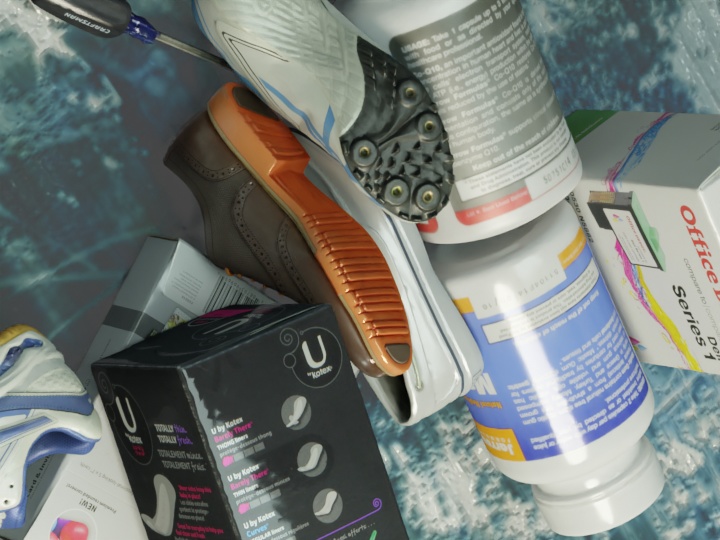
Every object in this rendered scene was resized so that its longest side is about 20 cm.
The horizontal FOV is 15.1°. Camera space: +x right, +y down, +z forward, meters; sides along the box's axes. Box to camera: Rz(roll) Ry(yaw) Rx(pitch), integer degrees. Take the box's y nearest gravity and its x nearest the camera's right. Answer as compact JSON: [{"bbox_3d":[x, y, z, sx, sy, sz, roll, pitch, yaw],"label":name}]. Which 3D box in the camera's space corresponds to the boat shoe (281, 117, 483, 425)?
[{"bbox_3d":[0.000,0.000,1.621,0.067,0.074,0.200,-39,96,-35],"label":"boat shoe"}]

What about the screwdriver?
[{"bbox_3d":[-0.109,-0.129,1.591,0.200,0.028,0.029,26,111,-36],"label":"screwdriver"}]

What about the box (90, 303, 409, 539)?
[{"bbox_3d":[-0.055,0.127,1.532,0.106,0.122,0.200,-23,101,-29],"label":"box"}]

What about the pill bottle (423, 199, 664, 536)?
[{"bbox_3d":[0.117,0.063,1.703,0.112,0.112,0.200,-34,112,-26],"label":"pill bottle"}]

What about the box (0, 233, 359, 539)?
[{"bbox_3d":[-0.104,0.103,1.605,0.156,0.041,0.200,33,76,-31],"label":"box"}]

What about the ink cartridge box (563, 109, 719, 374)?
[{"bbox_3d":[0.199,-0.018,1.695,0.084,0.200,0.145,-37,113,-26],"label":"ink cartridge box"}]

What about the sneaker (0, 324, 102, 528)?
[{"bbox_3d":[-0.227,0.117,1.489,0.200,0.075,0.088,-40,84,-22],"label":"sneaker"}]

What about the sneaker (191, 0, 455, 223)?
[{"bbox_3d":[-0.020,-0.108,1.585,0.072,0.072,0.200,-42,89,-15],"label":"sneaker"}]

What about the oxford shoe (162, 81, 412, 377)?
[{"bbox_3d":[-0.041,-0.011,1.572,0.073,0.200,0.071,-40,161,19],"label":"oxford shoe"}]

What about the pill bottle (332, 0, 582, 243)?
[{"bbox_3d":[0.050,-0.128,1.638,0.114,0.114,0.200,-32,112,-26],"label":"pill bottle"}]
